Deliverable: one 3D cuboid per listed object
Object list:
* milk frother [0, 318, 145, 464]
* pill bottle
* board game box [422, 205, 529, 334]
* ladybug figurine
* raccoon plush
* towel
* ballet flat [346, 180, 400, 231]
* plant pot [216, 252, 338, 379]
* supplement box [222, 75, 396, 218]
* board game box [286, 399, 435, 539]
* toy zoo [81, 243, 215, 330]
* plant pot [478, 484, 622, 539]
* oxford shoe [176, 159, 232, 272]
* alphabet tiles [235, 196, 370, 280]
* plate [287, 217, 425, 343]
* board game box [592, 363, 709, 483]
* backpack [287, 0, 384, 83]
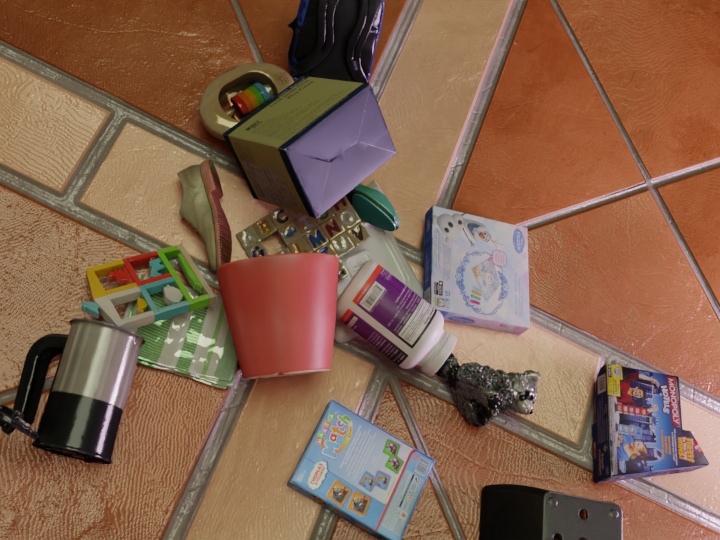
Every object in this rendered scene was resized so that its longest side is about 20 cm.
[{"bbox_3d":[-0.423,0.159,1.303,0.177,0.200,0.191,12,71,-1],"label":"milk frother"},{"bbox_3d":[0.059,0.083,1.503,0.199,0.113,0.113,38,62,-1],"label":"pill bottle"},{"bbox_3d":[0.209,0.000,1.648,0.196,0.043,0.203,11,65,-17],"label":"board game box"},{"bbox_3d":[-0.202,-0.297,1.641,0.199,0.072,0.137,-32,79,-25],"label":"ladybug figurine"},{"bbox_3d":[0.220,0.171,1.564,0.133,0.097,0.202,-25,76,-32],"label":"raccoon plush"},{"bbox_3d":[-0.285,0.096,1.476,0.197,0.023,0.155,16,63,-9],"label":"towel"},{"bbox_3d":[-0.007,-0.139,1.616,0.198,0.068,0.071,25,58,15],"label":"ballet flat"},{"bbox_3d":[-0.124,0.076,1.446,0.197,0.200,0.181,-3,83,-18],"label":"plant pot"},{"bbox_3d":[-0.087,-0.215,1.545,0.199,0.198,0.136,-40,125,-24],"label":"supplement box"},{"bbox_3d":[0.003,0.323,1.459,0.198,0.037,0.153,31,62,-3],"label":"board game box"},{"bbox_3d":[-0.346,0.030,1.446,0.198,0.021,0.132,-16,52,-32],"label":"toy zoo"},{"bbox_3d":[0.308,0.438,1.424,0.197,0.178,0.203,14,65,-12],"label":"plant pot"},{"bbox_3d":[-0.265,-0.084,1.546,0.073,0.071,0.203,-14,71,5],"label":"oxford shoe"},{"bbox_3d":[-0.090,-0.045,1.565,0.198,0.008,0.169,-32,79,-4],"label":"alphabet tiles"},{"bbox_3d":[0.000,0.000,1.598,0.197,0.032,0.202,-23,77,-25],"label":"plate"},{"bbox_3d":[0.512,0.284,1.616,0.196,0.062,0.203,12,65,-13],"label":"board game box"},{"bbox_3d":[-0.050,-0.458,1.673,0.160,0.202,0.169,5,35,-17],"label":"backpack"}]
